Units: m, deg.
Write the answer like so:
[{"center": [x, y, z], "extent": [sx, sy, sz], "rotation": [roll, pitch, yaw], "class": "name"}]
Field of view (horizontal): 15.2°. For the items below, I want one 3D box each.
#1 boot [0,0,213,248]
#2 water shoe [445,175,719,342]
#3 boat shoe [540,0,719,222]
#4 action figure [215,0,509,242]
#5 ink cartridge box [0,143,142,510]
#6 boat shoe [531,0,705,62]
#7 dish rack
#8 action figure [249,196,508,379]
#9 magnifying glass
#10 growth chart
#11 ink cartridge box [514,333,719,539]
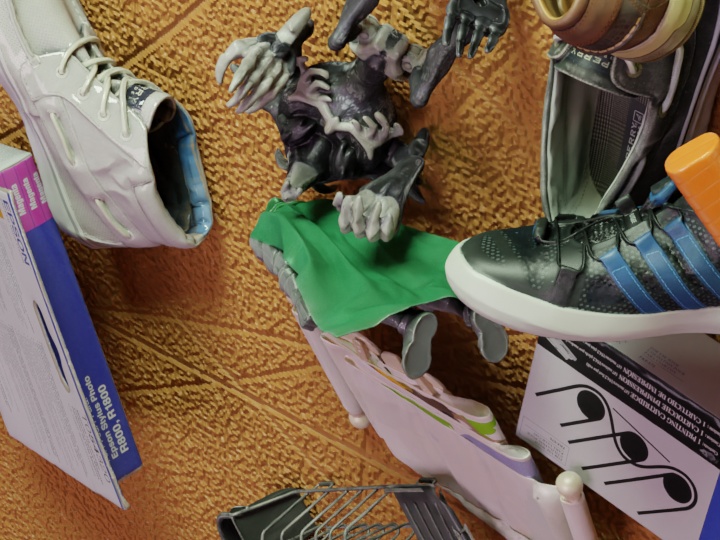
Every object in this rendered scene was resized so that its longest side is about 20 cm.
[{"center": [-0.138, -0.100, 1.432], "extent": [0.095, 0.074, 0.200], "rotation": [4, 127, 39], "class": "boot"}, {"center": [0.137, -0.016, 1.143], "extent": [0.200, 0.072, 0.079], "rotation": [3, 117, 1], "class": "water shoe"}, {"center": [0.117, -0.094, 1.151], "extent": [0.072, 0.071, 0.200], "rotation": [27, 133, 32], "class": "boat shoe"}, {"center": [-0.009, -0.080, 1.271], "extent": [0.119, 0.102, 0.200], "rotation": [38, 142, 3], "class": "action figure"}, {"center": [-0.185, 0.023, 1.539], "extent": [0.200, 0.043, 0.197], "rotation": [19, 131, 61], "class": "ink cartridge box"}, {"center": [0.083, -0.182, 1.084], "extent": [0.072, 0.067, 0.200], "rotation": [-24, 73, 44], "class": "boat shoe"}, {"center": [0.014, 0.184, 1.456], "extent": [0.200, 0.055, 0.154], "rotation": [-11, 110, 60], "class": "dish rack"}, {"center": [0.000, 0.000, 1.308], "extent": [0.200, 0.118, 0.055], "rotation": [-146, 52, -59], "class": "action figure"}, {"center": [0.188, 0.024, 1.111], "extent": [0.080, 0.022, 0.200], "rotation": [-30, 117, 18], "class": "magnifying glass"}, {"center": [0.046, 0.087, 1.360], "extent": [0.200, 0.018, 0.145], "rotation": [34, 160, 27], "class": "growth chart"}, {"center": [0.167, 0.089, 1.251], "extent": [0.200, 0.044, 0.094], "rotation": [35, 139, 24], "class": "ink cartridge box"}]
